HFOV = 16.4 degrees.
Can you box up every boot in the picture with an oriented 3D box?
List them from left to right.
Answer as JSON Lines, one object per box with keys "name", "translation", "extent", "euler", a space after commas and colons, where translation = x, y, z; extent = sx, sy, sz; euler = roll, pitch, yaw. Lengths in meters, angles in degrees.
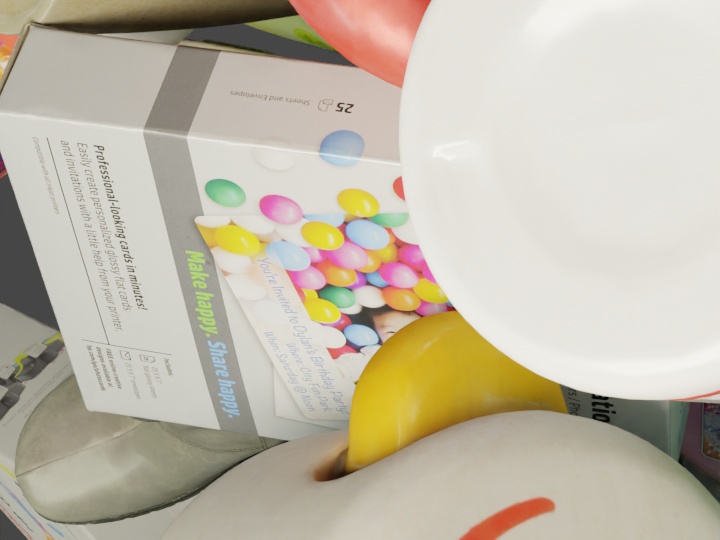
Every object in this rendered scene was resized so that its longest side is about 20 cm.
{"name": "boot", "translation": [-0.063, 0.041, 0.922], "extent": [0.200, 0.131, 0.068], "euler": [-22, 80, 17]}

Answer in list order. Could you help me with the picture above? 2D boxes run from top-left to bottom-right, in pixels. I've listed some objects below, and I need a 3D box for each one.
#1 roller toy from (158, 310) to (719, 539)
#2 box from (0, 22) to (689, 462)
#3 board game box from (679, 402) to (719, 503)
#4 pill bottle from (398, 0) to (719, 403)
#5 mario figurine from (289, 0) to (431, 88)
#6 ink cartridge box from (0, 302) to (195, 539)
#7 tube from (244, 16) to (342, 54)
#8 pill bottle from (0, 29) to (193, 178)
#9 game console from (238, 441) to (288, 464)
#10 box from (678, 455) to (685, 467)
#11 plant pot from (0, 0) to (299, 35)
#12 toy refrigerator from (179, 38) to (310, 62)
{"name": "roller toy", "translation": [0.031, 0.132, 0.726], "extent": [0.182, 0.200, 0.140], "euler": [41, 153, -22]}
{"name": "box", "translation": [0.000, 0.000, 0.766], "extent": [0.200, 0.041, 0.156], "euler": [7, 144, 12]}
{"name": "board game box", "translation": [0.165, 0.171, 0.899], "extent": [0.199, 0.043, 0.200], "euler": [38, 139, 24]}
{"name": "pill bottle", "translation": [0.102, -0.024, 0.594], "extent": [0.114, 0.200, 0.114], "euler": [-2, 85, 28]}
{"name": "mario figurine", "translation": [0.032, -0.147, 0.689], "extent": [0.123, 0.106, 0.200], "euler": [3, 78, 12]}
{"name": "ink cartridge box", "translation": [-0.126, 0.086, 1.117], "extent": [0.115, 0.068, 0.200], "euler": [54, 162, -28]}
{"name": "tube", "translation": [-0.037, -0.111, 0.932], "extent": [0.200, 0.058, 0.052], "euler": [30, 144, 37]}
{"name": "pill bottle", "translation": [-0.150, -0.092, 0.930], "extent": [0.200, 0.111, 0.111], "euler": [-30, 90, 46]}
{"name": "game console", "translation": [0.017, 0.068, 1.029], "extent": [0.200, 0.116, 0.176], "euler": [45, 172, 21]}
{"name": "box", "translation": [0.047, 0.140, 0.885], "extent": [0.200, 0.044, 0.160], "euler": [-44, 58, 40]}
{"name": "plant pot", "translation": [-0.048, -0.152, 0.798], "extent": [0.187, 0.200, 0.187], "euler": [30, 136, 35]}
{"name": "toy refrigerator", "translation": [-0.028, -0.048, 0.938], "extent": [0.200, 0.076, 0.070], "euler": [15, 90, 45]}
